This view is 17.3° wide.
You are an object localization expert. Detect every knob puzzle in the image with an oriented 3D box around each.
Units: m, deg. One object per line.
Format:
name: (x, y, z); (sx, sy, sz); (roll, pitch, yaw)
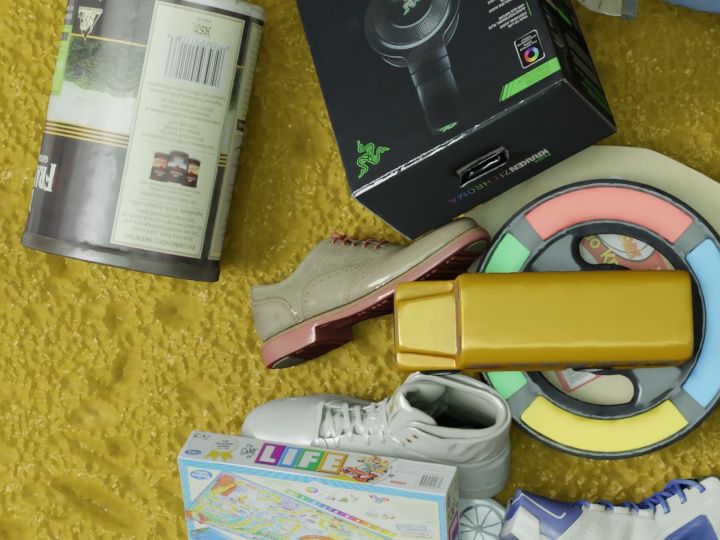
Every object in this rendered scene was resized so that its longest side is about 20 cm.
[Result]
knob puzzle: (0.189, -0.001, 1.719); (0.218, 0.030, 0.221); (0, 90, 8)

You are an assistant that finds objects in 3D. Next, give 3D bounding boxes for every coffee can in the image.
coffee can: (-0.155, -0.103, 1.704); (0.146, 0.146, 0.201); (11, 91, 7)

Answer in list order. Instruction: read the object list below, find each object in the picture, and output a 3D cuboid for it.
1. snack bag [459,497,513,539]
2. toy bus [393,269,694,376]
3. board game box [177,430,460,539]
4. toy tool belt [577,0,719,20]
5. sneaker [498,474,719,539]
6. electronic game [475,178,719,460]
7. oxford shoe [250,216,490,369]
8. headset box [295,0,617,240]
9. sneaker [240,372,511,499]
snack bag: (0.069, 0.253, 1.741); (0.200, 0.021, 0.189); (35, 95, 6)
toy bus: (0.123, 0.036, 1.624); (0.199, 0.078, 0.065); (-1, 83, -3)
board game box: (-0.027, 0.190, 1.698); (0.199, 0.034, 0.135); (7, 124, 16)
toy tool belt: (0.248, -0.239, 1.646); (0.199, 0.123, 0.125); (11, 64, -4)
sneaker: (0.204, 0.187, 1.692); (0.199, 0.081, 0.116); (26, 78, -5)
electronic game: (0.175, 0.035, 1.685); (0.199, 0.042, 0.201); (0, 91, 8)
oxford shoe: (0.000, 0.000, 1.708); (0.199, 0.070, 0.075); (-28, 75, 21)
headset box: (0.064, -0.142, 1.647); (0.174, 0.093, 0.201); (-27, 59, 19)
sneaker: (0.012, 0.105, 1.692); (0.199, 0.116, 0.074); (5, 60, 2)
